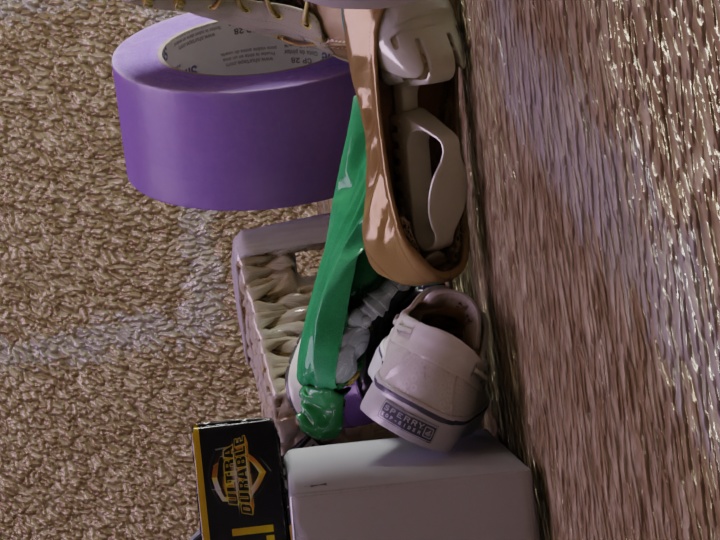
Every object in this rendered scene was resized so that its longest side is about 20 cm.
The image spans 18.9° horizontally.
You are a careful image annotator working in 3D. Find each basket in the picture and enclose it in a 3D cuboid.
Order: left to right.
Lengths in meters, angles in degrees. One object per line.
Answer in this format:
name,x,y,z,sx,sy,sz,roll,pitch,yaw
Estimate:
basket,-0.011,0.055,1.491,0.200,0.135,0.124,91,167,-67

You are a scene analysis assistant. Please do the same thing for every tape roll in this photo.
tape roll,-0.066,-0.117,1.476,0.200,0.199,0.085,-104,7,-66

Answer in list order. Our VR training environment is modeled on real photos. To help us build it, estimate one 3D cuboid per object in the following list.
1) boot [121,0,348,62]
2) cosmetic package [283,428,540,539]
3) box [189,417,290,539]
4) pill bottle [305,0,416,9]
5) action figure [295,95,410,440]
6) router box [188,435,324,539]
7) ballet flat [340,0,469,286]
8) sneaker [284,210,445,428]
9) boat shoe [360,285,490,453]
boot,-0.068,-0.183,1.370,0.200,0.154,0.072,23,101,57
cosmetic package,0.030,0.193,1.110,0.199,0.122,0.201,-147,49,-87
box,-0.057,0.184,1.174,0.160,0.049,0.201,113,151,-82
pill bottle,-0.001,-0.216,0.892,0.200,0.113,0.113,88,174,-50
action figure,0.000,0.000,1.243,0.118,0.055,0.201,-179,106,-78
router box,-0.031,0.213,1.503,0.157,0.052,0.200,44,146,-1
ballet flat,0.033,-0.088,1.132,0.063,0.068,0.201,20,119,56
sneaker,0.027,0.006,1.325,0.076,0.087,0.201,34,-121,-36
boat shoe,0.043,0.044,1.154,0.070,0.071,0.200,-63,-5,7
